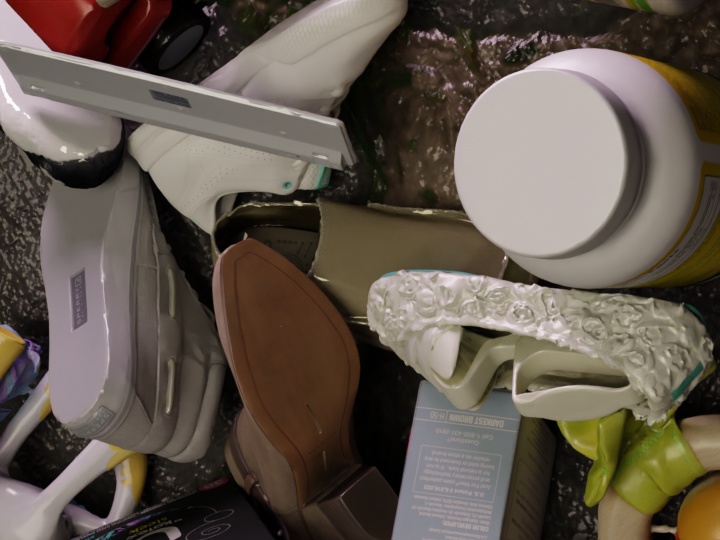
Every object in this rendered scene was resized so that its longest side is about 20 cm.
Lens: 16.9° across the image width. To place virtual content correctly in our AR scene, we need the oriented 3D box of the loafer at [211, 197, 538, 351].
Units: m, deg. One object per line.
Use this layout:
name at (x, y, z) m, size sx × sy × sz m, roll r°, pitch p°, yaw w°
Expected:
loafer at (0.000, 0.000, 1.307) m, size 0.199 × 0.068 × 0.076 m, roll -1°, pitch 67°, yaw 29°

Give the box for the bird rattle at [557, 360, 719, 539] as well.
bird rattle at (0.168, 0.141, 1.246) m, size 0.162 × 0.113 × 0.202 m, roll 4°, pitch 105°, yaw 10°

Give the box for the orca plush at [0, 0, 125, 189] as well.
orca plush at (-0.203, -0.100, 1.402) m, size 0.199 × 0.105 × 0.071 m, roll 34°, pitch 139°, yaw 24°

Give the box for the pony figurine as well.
pony figurine at (-0.227, 0.137, 1.433) m, size 0.192 × 0.166 × 0.201 m, roll 31°, pitch 97°, yaw 10°

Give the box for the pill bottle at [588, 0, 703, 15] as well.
pill bottle at (0.082, -0.199, 1.215) m, size 0.199 × 0.111 × 0.112 m, roll 14°, pitch 106°, yaw 25°

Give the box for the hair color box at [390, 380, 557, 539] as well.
hair color box at (0.051, 0.169, 1.259) m, size 0.060 × 0.099 × 0.201 m, roll 6°, pitch 74°, yaw 17°

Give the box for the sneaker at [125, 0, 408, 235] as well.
sneaker at (-0.035, -0.088, 1.330) m, size 0.200 × 0.075 × 0.089 m, roll -32°, pitch 96°, yaw 35°

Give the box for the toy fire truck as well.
toy fire truck at (-0.123, -0.174, 1.276) m, size 0.129 × 0.200 × 0.176 m, roll 47°, pitch 116°, yaw 13°

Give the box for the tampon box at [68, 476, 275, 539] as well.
tampon box at (-0.103, 0.213, 1.307) m, size 0.149 × 0.200 × 0.127 m, roll -22°, pitch 100°, yaw -9°

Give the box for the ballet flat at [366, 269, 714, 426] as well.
ballet flat at (0.077, 0.040, 1.195) m, size 0.199 × 0.072 × 0.072 m, roll 3°, pitch 101°, yaw 35°

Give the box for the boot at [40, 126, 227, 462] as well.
boot at (-0.126, 0.015, 1.387) m, size 0.073 × 0.095 × 0.201 m, roll -25°, pitch 54°, yaw 37°

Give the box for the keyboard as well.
keyboard at (-0.099, -0.090, 1.292) m, size 0.199 × 0.056 × 0.011 m, roll 14°, pitch 67°, yaw 13°

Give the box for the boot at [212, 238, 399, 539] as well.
boot at (-0.043, 0.085, 1.325) m, size 0.201 × 0.070 × 0.146 m, roll 65°, pitch 159°, yaw -1°

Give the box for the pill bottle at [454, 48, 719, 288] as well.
pill bottle at (0.123, -0.048, 1.165) m, size 0.112 × 0.200 × 0.113 m, roll 0°, pitch 89°, yaw 26°
